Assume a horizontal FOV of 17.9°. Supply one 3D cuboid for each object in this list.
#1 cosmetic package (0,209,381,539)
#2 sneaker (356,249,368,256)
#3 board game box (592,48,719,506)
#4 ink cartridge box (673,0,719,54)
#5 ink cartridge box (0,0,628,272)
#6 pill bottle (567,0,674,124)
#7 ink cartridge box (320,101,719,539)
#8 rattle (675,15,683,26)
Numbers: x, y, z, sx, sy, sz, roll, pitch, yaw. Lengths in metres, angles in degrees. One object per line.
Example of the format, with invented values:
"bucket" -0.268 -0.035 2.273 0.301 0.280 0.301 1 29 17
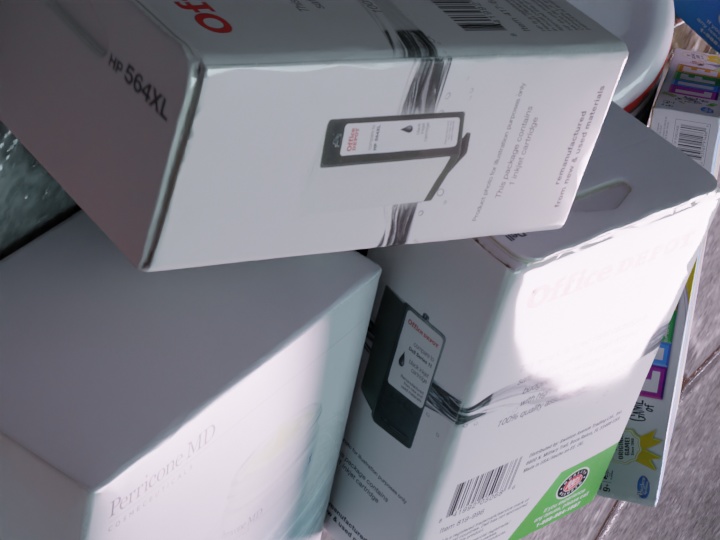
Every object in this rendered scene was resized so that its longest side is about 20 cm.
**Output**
"cosmetic package" -0.106 0.090 0.980 0.199 0.122 0.201 -37 148 -46
"sneaker" 0.000 0.000 1.124 0.200 0.071 0.073 -62 160 -46
"board game box" 0.155 0.001 1.163 0.135 0.034 0.202 -54 152 -69
"ink cartridge box" 0.216 -0.214 1.085 0.145 0.147 0.200 -43 172 -22
"ink cartridge box" -0.027 -0.078 0.836 0.199 0.146 0.085 -6 126 -39
"pill bottle" 0.095 -0.096 1.182 0.116 0.115 0.200 -55 169 -15
"ink cartridge box" 0.065 0.033 1.048 0.146 0.083 0.201 -19 140 -40
"rattle" 0.294 -0.206 1.495 0.200 0.143 0.130 -49 175 -41
